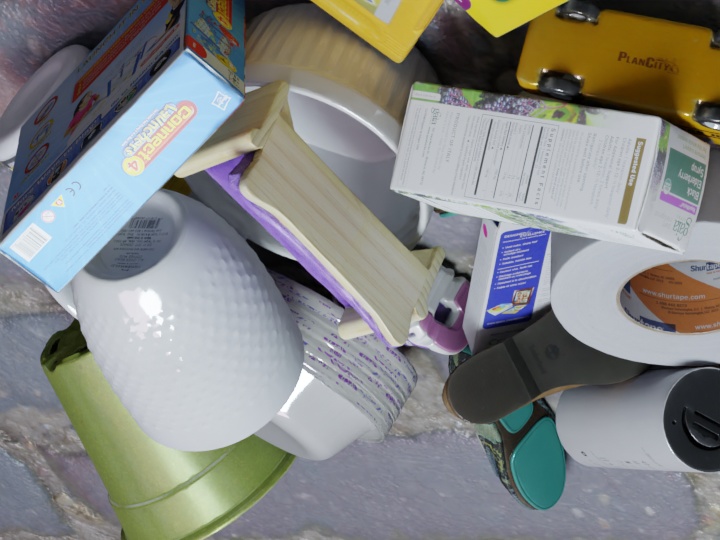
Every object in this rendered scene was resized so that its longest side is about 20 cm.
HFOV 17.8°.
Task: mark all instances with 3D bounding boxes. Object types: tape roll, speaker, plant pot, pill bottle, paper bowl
[{"bbox_3d":[0.236,-0.007,1.652,0.200,0.066,0.200,3,149,2],"label":"tape roll"},{"bbox_3d":[0.227,0.117,1.793,0.081,0.081,0.200,34,167,-14],"label":"speaker"},{"bbox_3d":[-0.179,0.115,2.025,0.200,0.200,0.190,-15,117,42],"label":"plant pot"},{"bbox_3d":[-0.183,-0.077,1.813,0.200,0.112,0.112,40,142,-21],"label":"pill bottle"},{"bbox_3d":[-0.062,0.082,1.903,0.200,0.104,0.201,30,167,8],"label":"paper bowl"}]

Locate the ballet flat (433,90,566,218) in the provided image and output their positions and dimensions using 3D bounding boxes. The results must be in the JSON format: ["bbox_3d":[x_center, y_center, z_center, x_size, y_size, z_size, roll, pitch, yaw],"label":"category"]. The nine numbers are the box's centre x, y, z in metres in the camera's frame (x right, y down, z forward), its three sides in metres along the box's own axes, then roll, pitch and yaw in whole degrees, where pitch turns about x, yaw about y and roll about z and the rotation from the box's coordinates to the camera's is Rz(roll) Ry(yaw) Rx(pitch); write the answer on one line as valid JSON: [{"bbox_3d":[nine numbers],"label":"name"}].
[{"bbox_3d":[0.123,-0.096,1.660,0.200,0.069,0.071,-16,111,38],"label":"ballet flat"}]

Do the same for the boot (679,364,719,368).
[{"bbox_3d":[0.356,0.100,1.763,0.155,0.074,0.200,45,154,-22],"label":"boot"}]

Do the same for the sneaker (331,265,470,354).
[{"bbox_3d":[0.000,0.000,1.844,0.200,0.081,0.088,42,152,-23],"label":"sneaker"}]

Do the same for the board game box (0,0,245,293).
[{"bbox_3d":[-0.165,-0.110,1.622,0.056,0.196,0.200,39,111,-20],"label":"board game box"}]

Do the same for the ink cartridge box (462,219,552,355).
[{"bbox_3d":[0.135,-0.010,1.742,0.094,0.037,0.200,-11,148,-13],"label":"ink cartridge box"}]

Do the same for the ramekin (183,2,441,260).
[{"bbox_3d":[-0.029,-0.105,1.692,0.200,0.105,0.200,15,144,11],"label":"ramekin"}]

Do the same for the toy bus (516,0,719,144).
[{"bbox_3d":[0.210,-0.128,1.540,0.199,0.065,0.078,13,173,16],"label":"toy bus"}]

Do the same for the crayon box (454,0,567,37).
[{"bbox_3d":[0.084,-0.259,1.465,0.200,0.058,0.172,41,141,-22],"label":"crayon box"}]

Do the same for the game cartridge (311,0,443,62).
[{"bbox_3d":[-0.022,-0.220,1.525,0.176,0.032,0.200,36,165,-1],"label":"game cartridge"}]

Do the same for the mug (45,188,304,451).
[{"bbox_3d":[-0.160,0.022,1.737,0.200,0.148,0.175,14,149,32],"label":"mug"}]

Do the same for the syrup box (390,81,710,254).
[{"bbox_3d":[0.127,-0.070,1.562,0.200,0.082,0.079,10,176,35],"label":"syrup box"}]

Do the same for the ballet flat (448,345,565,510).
[{"bbox_3d":[0.122,0.126,1.954,0.074,0.074,0.200,5,139,26],"label":"ballet flat"}]

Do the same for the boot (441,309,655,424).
[{"bbox_3d":[0.154,0.064,1.791,0.075,0.200,0.074,142,108,-81],"label":"boot"}]

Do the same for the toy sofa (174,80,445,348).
[{"bbox_3d":[-0.038,-0.029,1.622,0.083,0.098,0.200,-16,130,42],"label":"toy sofa"}]
